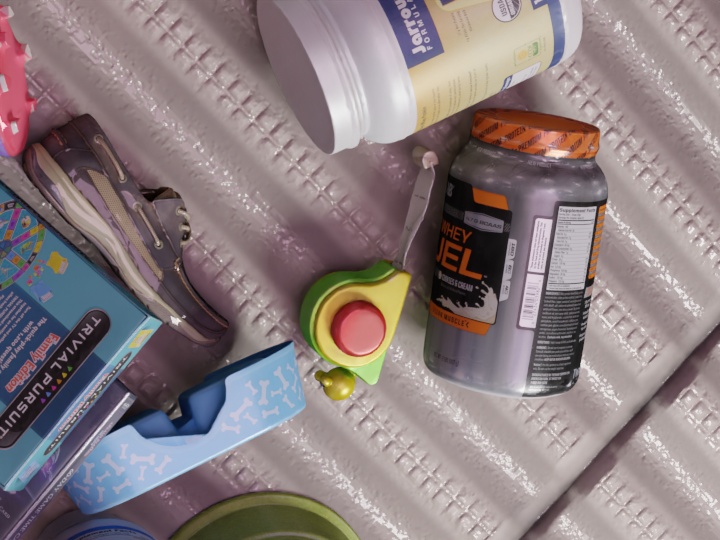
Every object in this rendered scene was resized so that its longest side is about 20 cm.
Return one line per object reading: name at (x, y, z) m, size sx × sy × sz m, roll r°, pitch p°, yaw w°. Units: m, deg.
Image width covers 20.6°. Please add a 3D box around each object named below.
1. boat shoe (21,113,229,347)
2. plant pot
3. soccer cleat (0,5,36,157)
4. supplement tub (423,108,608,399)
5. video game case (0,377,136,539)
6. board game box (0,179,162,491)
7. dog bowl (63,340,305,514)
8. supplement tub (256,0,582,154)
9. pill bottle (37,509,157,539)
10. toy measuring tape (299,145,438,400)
boat shoe at (-0.153, -0.028, 1.403) m, size 0.073 × 0.074 × 0.200 m, roll -43°, pitch 115°, yaw -5°
plant pot at (-0.051, 0.290, 1.463) m, size 0.198 × 0.190 × 0.202 m, roll -5°, pitch 105°, yaw -19°
soccer cleat at (-0.278, -0.168, 1.333) m, size 0.076 × 0.067 × 0.201 m, roll -9°, pitch 116°, yaw 15°
supplement tub at (0.118, -0.015, 1.482) m, size 0.122 × 0.122 × 0.202 m, roll 3°, pitch 102°, yaw -21°
video game case at (-0.267, 0.121, 1.374) m, size 0.200 × 0.143 × 0.019 m, roll -50°, pitch 155°, yaw -2°
board game box at (-0.259, 0.027, 1.339) m, size 0.200 × 0.047 × 0.151 m, roll 41°, pitch 88°, yaw 8°
dog bowl at (-0.129, 0.115, 1.423) m, size 0.199 × 0.111 × 0.050 m, roll -25°, pitch 93°, yaw -13°
supplement tub at (0.040, -0.178, 1.396) m, size 0.199 × 0.144 × 0.145 m, roll -26°, pitch 112°, yaw -12°
pill bottle at (-0.175, 0.243, 1.397) m, size 0.111 × 0.200 × 0.113 m, roll -5°, pitch 105°, yaw -19°
toy measuring tape at (0.000, 0.000, 1.471) m, size 0.073 × 0.074 × 0.202 m, roll 12°, pitch 99°, yaw -23°
